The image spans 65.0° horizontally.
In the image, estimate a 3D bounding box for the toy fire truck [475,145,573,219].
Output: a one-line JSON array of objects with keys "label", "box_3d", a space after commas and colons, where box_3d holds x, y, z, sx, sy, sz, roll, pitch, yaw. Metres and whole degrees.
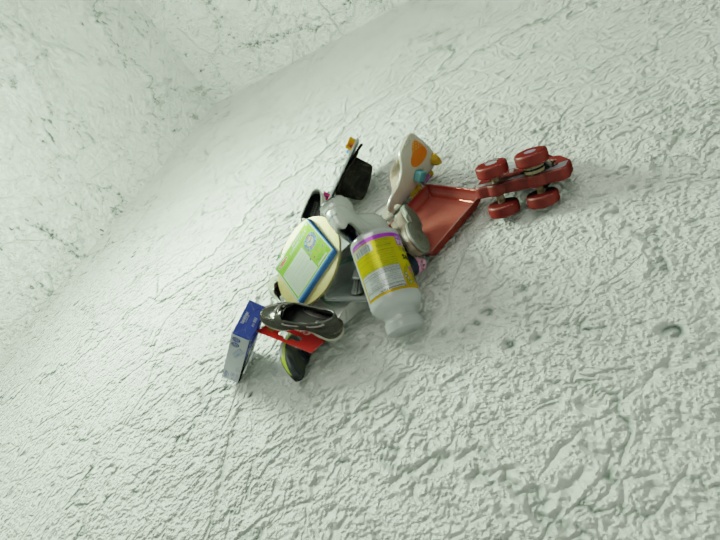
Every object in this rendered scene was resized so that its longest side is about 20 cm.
[{"label": "toy fire truck", "box_3d": [0.339, -0.199, 1.176, 0.199, 0.113, 0.168, -12, 21, 32]}]

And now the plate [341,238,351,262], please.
[{"label": "plate", "box_3d": [-0.066, -0.045, 1.326, 0.199, 0.032, 0.199, -17, 18, 43]}]

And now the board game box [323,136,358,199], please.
[{"label": "board game box", "box_3d": [-0.059, -0.276, 1.588, 0.200, 0.026, 0.201, -94, 30, -82]}]

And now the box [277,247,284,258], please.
[{"label": "box", "box_3d": [-0.143, -0.092, 1.536, 0.200, 0.048, 0.117, -42, 9, -8]}]

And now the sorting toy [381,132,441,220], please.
[{"label": "sorting toy", "box_3d": [0.107, -0.213, 1.414, 0.181, 0.106, 0.200, -59, 0, -8]}]

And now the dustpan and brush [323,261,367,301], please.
[{"label": "dustpan and brush", "box_3d": [0.000, 0.000, 1.230, 0.138, 0.058, 0.200, 0, 22, 6]}]

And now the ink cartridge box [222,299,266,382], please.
[{"label": "ink cartridge box", "box_3d": [-0.261, 0.162, 1.257, 0.201, 0.044, 0.094, 115, 176, -49]}]

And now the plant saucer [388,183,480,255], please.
[{"label": "plant saucer", "box_3d": [0.161, -0.113, 1.298, 0.200, 0.037, 0.199, -48, 33, -15]}]

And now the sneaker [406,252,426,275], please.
[{"label": "sneaker", "box_3d": [0.079, -0.024, 1.259, 0.081, 0.071, 0.200, -13, 23, -15]}]

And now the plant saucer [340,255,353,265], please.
[{"label": "plant saucer", "box_3d": [-0.046, -0.076, 1.462, 0.199, 0.036, 0.201, -26, 34, 19]}]

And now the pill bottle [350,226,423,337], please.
[{"label": "pill bottle", "box_3d": [0.056, 0.024, 1.099, 0.104, 0.104, 0.201, -26, 68, 18]}]

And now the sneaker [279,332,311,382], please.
[{"label": "sneaker", "box_3d": [-0.116, 0.149, 1.213, 0.080, 0.074, 0.201, -18, 38, 23]}]

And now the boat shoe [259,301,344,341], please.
[{"label": "boat shoe", "box_3d": [-0.123, 0.090, 1.140, 0.198, 0.057, 0.067, 10, 48, 26]}]

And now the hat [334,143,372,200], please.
[{"label": "hat", "box_3d": [-0.011, -0.253, 1.598, 0.202, 0.080, 0.201, -63, 5, 9]}]

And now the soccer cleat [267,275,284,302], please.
[{"label": "soccer cleat", "box_3d": [-0.195, 0.046, 1.415, 0.069, 0.078, 0.200, -41, 31, -6]}]

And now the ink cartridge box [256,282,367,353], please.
[{"label": "ink cartridge box", "box_3d": [-0.103, 0.084, 1.207, 0.160, 0.051, 0.200, 14, 33, 34]}]

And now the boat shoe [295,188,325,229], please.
[{"label": "boat shoe", "box_3d": [-0.135, -0.114, 1.445, 0.073, 0.065, 0.202, 8, 76, 3]}]

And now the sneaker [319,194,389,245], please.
[{"label": "sneaker", "box_3d": [-0.003, -0.081, 1.177, 0.074, 0.199, 0.088, -39, 52, 28]}]

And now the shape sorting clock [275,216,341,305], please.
[{"label": "shape sorting clock", "box_3d": [-0.111, -0.020, 1.214, 0.199, 0.039, 0.202, -14, 68, 39]}]

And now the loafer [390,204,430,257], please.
[{"label": "loafer", "box_3d": [0.103, -0.074, 1.220, 0.063, 0.072, 0.201, -45, 21, 20]}]
